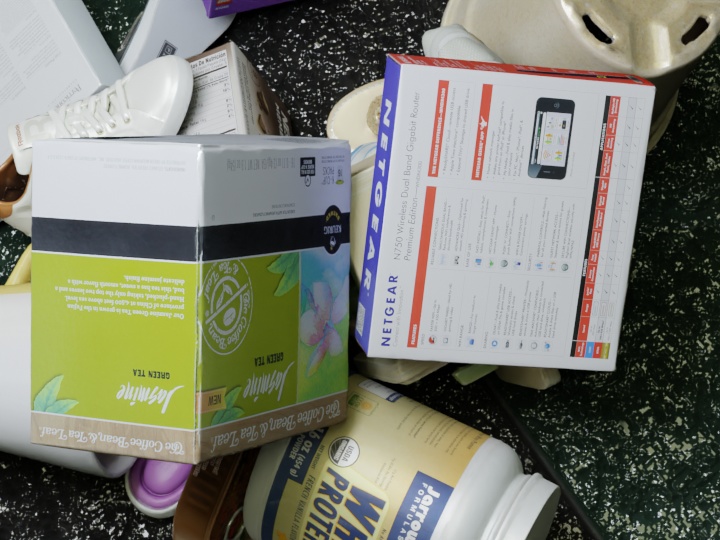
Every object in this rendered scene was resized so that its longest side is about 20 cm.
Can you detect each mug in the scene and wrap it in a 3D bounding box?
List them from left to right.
[{"bbox_3d":[-0.241,0.069,1.488,0.152,0.187,0.151,3,109,16],"label":"mug"}]

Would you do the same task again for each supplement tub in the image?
[{"bbox_3d":[0.031,0.169,1.417,0.199,0.145,0.145,24,78,15],"label":"supplement tub"}]

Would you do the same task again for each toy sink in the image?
[{"bbox_3d":[0.041,0.015,1.431,0.111,0.130,0.201,-27,97,-11],"label":"toy sink"}]

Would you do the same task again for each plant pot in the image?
[{"bbox_3d":[0.177,-0.184,1.453,0.198,0.183,0.203,3,76,-13],"label":"plant pot"}]

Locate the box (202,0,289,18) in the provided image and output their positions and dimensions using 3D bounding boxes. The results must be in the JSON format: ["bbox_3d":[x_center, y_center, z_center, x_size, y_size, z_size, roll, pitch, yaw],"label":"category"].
[{"bbox_3d":[-0.050,-0.292,1.596,0.198,0.039,0.138,-15,71,-16],"label":"box"}]

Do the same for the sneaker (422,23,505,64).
[{"bbox_3d":[0.097,-0.107,1.430,0.075,0.201,0.092,-26,54,-2],"label":"sneaker"}]

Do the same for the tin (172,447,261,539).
[{"bbox_3d":[-0.079,0.127,1.450,0.042,0.112,0.202,25,96,24],"label":"tin"}]

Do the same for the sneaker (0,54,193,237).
[{"bbox_3d":[-0.211,-0.097,1.473,0.200,0.084,0.073,-40,47,24],"label":"sneaker"}]

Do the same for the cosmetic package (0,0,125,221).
[{"bbox_3d":[-0.291,-0.141,1.568,0.200,0.052,0.152,-40,68,23],"label":"cosmetic package"}]

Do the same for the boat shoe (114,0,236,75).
[{"bbox_3d":[-0.165,-0.183,1.598,0.056,0.069,0.201,0,56,53],"label":"boat shoe"}]

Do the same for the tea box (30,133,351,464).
[{"bbox_3d":[-0.107,0.011,1.287,0.132,0.200,0.199,5,97,28],"label":"tea box"}]

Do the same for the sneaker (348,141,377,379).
[{"bbox_3d":[0.000,0.000,1.524,0.071,0.072,0.202,14,86,-17],"label":"sneaker"}]

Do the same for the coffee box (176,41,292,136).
[{"bbox_3d":[-0.097,-0.056,1.496,0.079,0.113,0.202,-19,57,15],"label":"coffee box"}]

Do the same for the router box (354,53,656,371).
[{"bbox_3d":[0.097,-0.038,1.328,0.178,0.049,0.202,4,103,-12],"label":"router box"}]

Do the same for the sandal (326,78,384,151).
[{"bbox_3d":[0.072,-0.126,1.541,0.209,0.070,0.078,6,74,10],"label":"sandal"}]

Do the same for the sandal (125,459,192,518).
[{"bbox_3d":[-0.108,0.101,1.508,0.082,0.050,0.204,28,79,15],"label":"sandal"}]
